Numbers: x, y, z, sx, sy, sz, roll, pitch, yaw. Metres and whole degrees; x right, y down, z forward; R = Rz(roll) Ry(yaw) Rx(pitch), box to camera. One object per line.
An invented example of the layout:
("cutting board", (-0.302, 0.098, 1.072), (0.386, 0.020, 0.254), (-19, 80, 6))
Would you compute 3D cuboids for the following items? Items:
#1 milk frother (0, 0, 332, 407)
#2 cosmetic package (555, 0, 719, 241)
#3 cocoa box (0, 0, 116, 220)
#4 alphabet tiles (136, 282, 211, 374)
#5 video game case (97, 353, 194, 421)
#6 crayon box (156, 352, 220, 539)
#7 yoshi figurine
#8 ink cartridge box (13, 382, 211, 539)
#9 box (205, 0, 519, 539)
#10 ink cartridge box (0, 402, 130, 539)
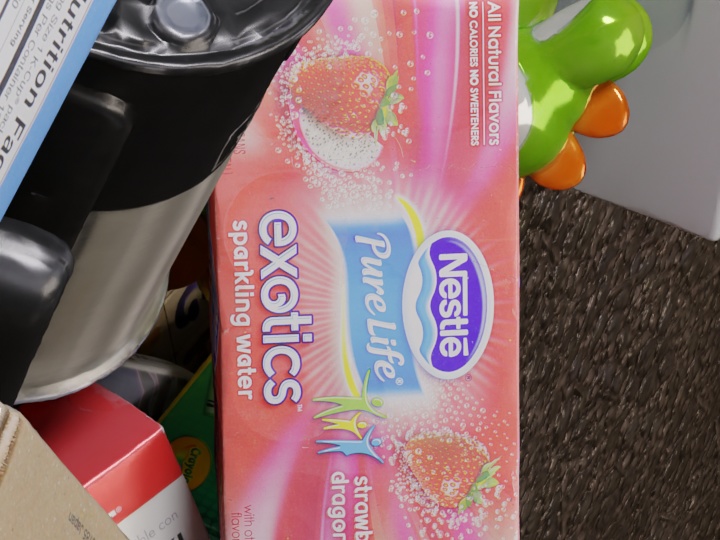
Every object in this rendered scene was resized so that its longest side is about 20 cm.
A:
("milk frother", (-0.134, -0.059, 0.697), (0.181, 0.200, 0.188), (-54, 178, -37))
("cosmetic package", (0.083, -0.150, 0.970), (0.123, 0.199, 0.200), (-44, 147, -48))
("cocoa box", (-0.177, -0.057, 0.504), (0.134, 0.200, 0.131), (-64, 156, -10))
("alphabet tiles", (-0.099, 0.023, 0.971), (0.200, 0.006, 0.167), (-51, 151, -32))
("video game case", (-0.145, 0.118, 0.922), (0.182, 0.023, 0.201), (18, 96, -65))
("crayon box", (-0.044, 0.084, 1.018), (0.200, 0.058, 0.119), (-53, 164, -51))
("yoshi figurine", (0.005, -0.070, 0.917), (0.112, 0.200, 0.113), (55, 16, -32))
("ink cartridge box", (-0.108, 0.118, 0.848), (0.116, 0.067, 0.200), (-36, 125, -23))
("box", (0.000, 0.000, 0.833), (0.095, 0.102, 0.201), (-111, -160, -75))
("ink cartridge box", (-0.158, 0.081, 0.650), (0.165, 0.199, 0.075), (60, 44, -60))
